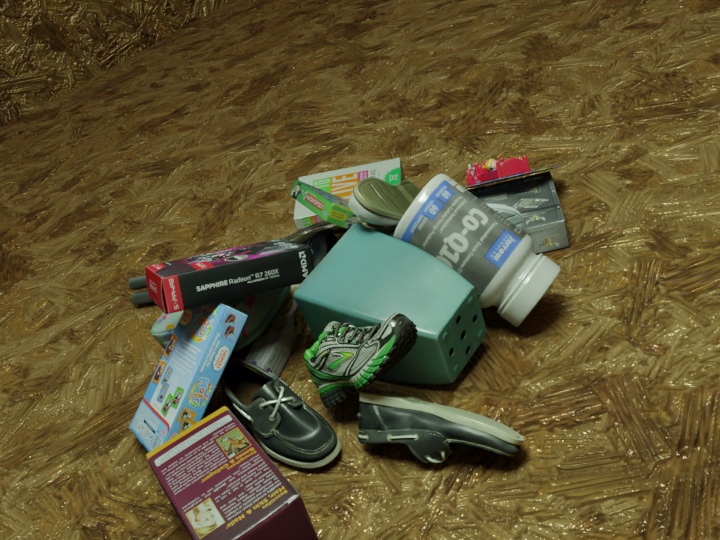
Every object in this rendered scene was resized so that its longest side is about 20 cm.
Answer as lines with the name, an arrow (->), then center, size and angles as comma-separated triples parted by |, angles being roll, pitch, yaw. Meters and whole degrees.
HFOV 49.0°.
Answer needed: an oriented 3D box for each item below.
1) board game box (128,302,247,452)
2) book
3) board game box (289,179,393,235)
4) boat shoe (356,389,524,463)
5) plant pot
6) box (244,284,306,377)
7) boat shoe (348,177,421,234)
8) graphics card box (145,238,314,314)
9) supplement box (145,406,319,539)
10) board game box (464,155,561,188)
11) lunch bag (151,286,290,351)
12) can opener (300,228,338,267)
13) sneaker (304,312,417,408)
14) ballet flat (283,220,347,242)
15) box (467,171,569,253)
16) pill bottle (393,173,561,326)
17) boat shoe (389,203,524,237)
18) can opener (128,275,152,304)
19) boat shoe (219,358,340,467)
board game box -> -0.224, 0.133, 1.012 | 0.151, 0.036, 0.201 | 11, 76, 61
book -> -0.019, -0.138, 1.454 | 0.198, 0.048, 0.134 | -11, 36, 10
board game box -> 0.002, -0.079, 1.230 | 0.134, 0.199, 0.029 | 36, 104, 54
boat shoe -> 0.086, 0.183, 0.883 | 0.199, 0.068, 0.072 | 7, -4, 29
plant pot -> 0.050, 0.054, 1.010 | 0.199, 0.142, 0.142 | 16, 54, 36
box -> -0.116, 0.094, 1.142 | 0.041, 0.039, 0.200 | -5, 34, 24
boat shoe -> 0.032, -0.081, 1.096 | 0.068, 0.075, 0.200 | -44, -15, 22
graphics card box -> -0.172, 0.004, 1.033 | 0.199, 0.051, 0.125 | -12, 11, -22
supplement box -> -0.143, 0.251, 0.865 | 0.110, 0.086, 0.200 | -31, 33, -19
board game box -> 0.219, -0.163, 1.276 | 0.199, 0.039, 0.158 | -11, 3, 32
lunch bag -> -0.209, 0.061, 1.174 | 0.199, 0.077, 0.161 | -18, 30, 35
can opener -> -0.060, -0.008, 1.236 | 0.078, 0.064, 0.200 | -33, 20, 11
sneaker -> -0.010, 0.095, 0.923 | 0.078, 0.085, 0.200 | -33, -3, -42
ballet flat -> -0.056, -0.063, 1.354 | 0.199, 0.047, 0.067 | -22, 8, 2
box -> 0.210, -0.076, 1.219 | 0.198, 0.049, 0.159 | -13, 33, 12
pill bottle -> 0.152, -0.025, 1.028 | 0.200, 0.114, 0.114 | 37, 53, 10
boat shoe -> 0.132, -0.059, 1.130 | 0.198, 0.072, 0.062 | -10, 23, 7
can opener -> -0.299, 0.020, 1.366 | 0.198, 0.054, 0.067 | -10, 0, 16
boat shoe -> -0.106, 0.172, 0.965 | 0.072, 0.068, 0.199 | -39, 46, -24
